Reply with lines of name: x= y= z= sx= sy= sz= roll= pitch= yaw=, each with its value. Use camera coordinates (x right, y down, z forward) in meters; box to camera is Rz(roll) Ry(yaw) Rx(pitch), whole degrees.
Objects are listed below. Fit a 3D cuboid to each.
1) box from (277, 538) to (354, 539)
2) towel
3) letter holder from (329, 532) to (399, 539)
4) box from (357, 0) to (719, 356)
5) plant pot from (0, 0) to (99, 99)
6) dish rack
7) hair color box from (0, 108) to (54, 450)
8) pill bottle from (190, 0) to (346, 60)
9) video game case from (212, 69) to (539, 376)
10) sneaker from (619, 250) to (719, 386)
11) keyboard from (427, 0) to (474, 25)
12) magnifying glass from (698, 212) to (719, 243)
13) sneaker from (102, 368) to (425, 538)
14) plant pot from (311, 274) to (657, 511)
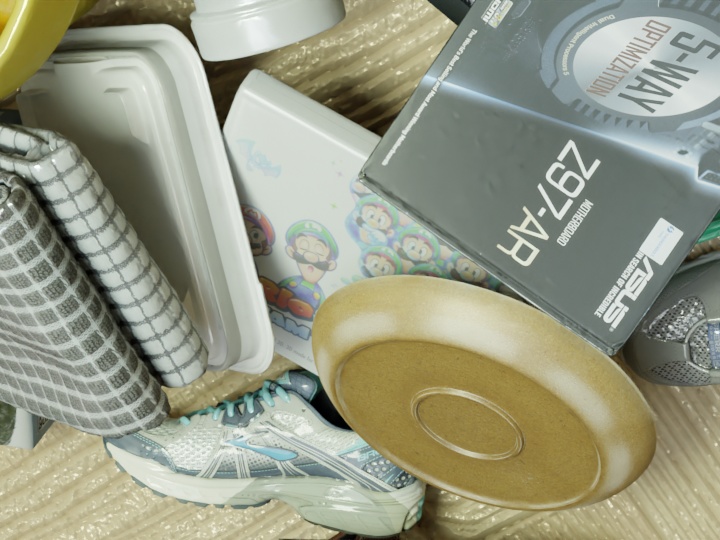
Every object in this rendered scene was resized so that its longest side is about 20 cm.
box: x=0.049 y=0.228 z=1.249 sx=0.199 sy=0.038 sz=0.138 roll=3 pitch=85 yaw=-15
towel: x=-0.191 y=-0.001 z=1.135 sx=0.199 sy=0.086 sz=0.166 roll=13 pitch=144 yaw=47
letter holder: x=0.019 y=0.277 z=1.304 sx=0.100 sy=0.142 sz=0.200 roll=-36 pitch=100 yaw=28
box: x=0.118 y=-0.084 z=1.071 sx=0.160 sy=0.044 sz=0.200 roll=35 pitch=99 yaw=1
plant pot: x=-0.214 y=-0.180 z=1.114 sx=0.199 sy=0.189 sz=0.202 roll=3 pitch=101 yaw=18
dish rack: x=-0.129 y=-0.034 z=1.200 sx=0.171 sy=0.043 sz=0.201 roll=6 pitch=114 yaw=53
hair color box: x=-0.238 y=0.003 z=1.297 sx=0.098 sy=0.061 sz=0.201 roll=6 pitch=117 yaw=14
pill bottle: x=-0.072 y=-0.216 z=1.102 sx=0.111 sy=0.112 sz=0.201 roll=-10 pitch=107 yaw=21
video game case: x=0.000 y=0.000 z=1.180 sx=0.199 sy=0.024 sz=0.182 roll=30 pitch=139 yaw=2
sneaker: x=0.233 y=0.031 z=1.154 sx=0.199 sy=0.082 sz=0.075 roll=-9 pitch=112 yaw=21
keyboard: x=0.055 y=-0.181 z=1.132 sx=0.200 sy=0.040 sz=0.104 roll=39 pitch=120 yaw=-5
magnifying glass: x=0.146 y=-0.014 z=1.175 sx=0.200 sy=0.079 sz=0.023 roll=-29 pitch=64 yaw=37
sneaker: x=-0.055 y=0.095 z=1.290 sx=0.199 sy=0.078 sz=0.087 roll=9 pitch=106 yaw=5
plant pot: x=0.061 y=0.075 z=1.162 sx=0.199 sy=0.028 sz=0.200 roll=18 pitch=148 yaw=11
